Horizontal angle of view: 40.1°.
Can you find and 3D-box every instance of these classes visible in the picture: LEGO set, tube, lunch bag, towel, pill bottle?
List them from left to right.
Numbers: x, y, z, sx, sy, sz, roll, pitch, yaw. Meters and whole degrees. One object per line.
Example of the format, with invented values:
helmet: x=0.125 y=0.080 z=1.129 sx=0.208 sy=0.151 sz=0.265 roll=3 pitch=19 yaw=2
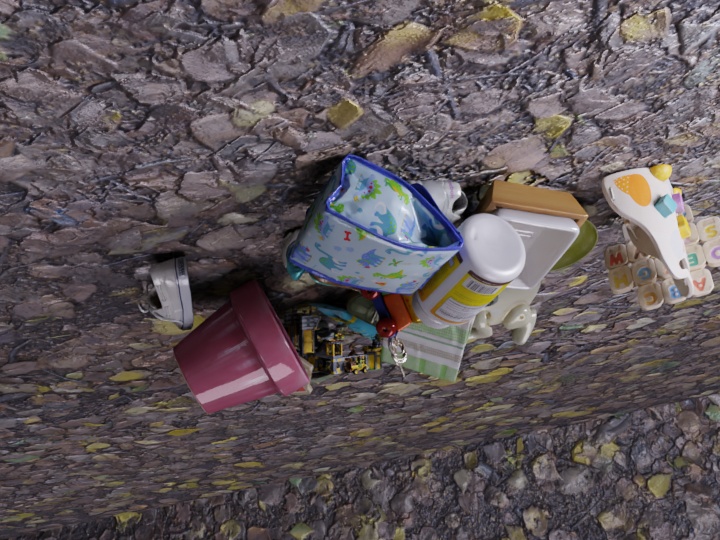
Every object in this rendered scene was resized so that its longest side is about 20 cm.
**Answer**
LEGO set: x=-0.052 y=0.121 z=1.825 sx=0.153 sy=0.117 sz=0.200 roll=-3 pitch=-175 yaw=-31
tube: x=-0.014 y=0.092 z=1.896 sx=0.077 sy=0.051 sz=0.200 roll=5 pitch=168 yaw=33
lunch bag: x=0.025 y=-0.048 z=1.381 sx=0.199 sy=0.128 sz=0.170 roll=27 pitch=150 yaw=-9
towel: x=0.115 y=0.103 z=1.710 sx=0.148 sy=0.031 sz=0.201 roll=17 pitch=135 yaw=8
pill bottle: x=0.151 y=0.009 z=1.457 sx=0.108 sy=0.110 sz=0.200 roll=1 pitch=152 yaw=-26

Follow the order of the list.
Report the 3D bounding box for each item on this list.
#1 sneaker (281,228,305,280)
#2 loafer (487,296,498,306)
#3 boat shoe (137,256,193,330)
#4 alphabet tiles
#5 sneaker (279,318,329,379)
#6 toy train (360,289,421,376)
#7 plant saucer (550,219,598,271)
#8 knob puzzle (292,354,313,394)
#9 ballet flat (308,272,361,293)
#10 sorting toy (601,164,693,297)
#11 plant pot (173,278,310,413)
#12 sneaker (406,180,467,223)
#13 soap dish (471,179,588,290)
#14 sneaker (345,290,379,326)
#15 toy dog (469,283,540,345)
sneaker: x=-0.026 y=-0.021 z=1.555 sx=0.198 sy=0.080 sz=0.078 roll=-4 pitch=159 yaw=-16
loafer: x=0.145 y=-0.006 z=1.658 sx=0.199 sy=0.070 sz=0.075 roll=26 pitch=154 yaw=-16
boat shoe: x=-0.317 y=0.044 z=1.599 sx=0.085 sy=0.075 sz=0.202 roll=-7 pitch=157 yaw=-10
alphabet tiles: x=0.506 y=-0.026 z=1.641 sx=0.199 sy=0.197 sz=0.015 roll=-17 pitch=136 yaw=20
sneaker: x=-0.145 y=0.155 z=1.914 sx=0.199 sy=0.107 sz=0.075 roll=2 pitch=156 yaw=-26
toy train: x=0.087 y=0.072 z=1.608 sx=0.115 sy=0.201 sz=0.085 roll=-16 pitch=-163 yaw=22
plant saucer: x=0.293 y=-0.055 z=1.644 sx=0.198 sy=0.031 sz=0.200 roll=-3 pitch=150 yaw=-2
knob puzzle: x=-0.178 y=0.178 z=1.851 sx=0.219 sy=0.031 sz=0.220 roll=28 pitch=151 yaw=17
ballet flat: x=0.000 y=0.000 z=1.664 sx=0.199 sy=0.068 sz=0.072 roll=17 pitch=126 yaw=-44
sorting toy: x=0.473 y=-0.051 z=1.547 sx=0.106 sy=0.181 sz=0.200 roll=-23 pitch=154 yaw=18
plant pot: x=-0.208 y=0.142 z=1.664 sx=0.178 sy=0.201 sz=0.200 roll=-28 pitch=159 yaw=-4
sneaker: x=0.112 y=-0.074 z=1.484 sx=0.099 sy=0.075 sz=0.200 roll=-8 pitch=159 yaw=-1
soap dish: x=0.237 y=-0.054 z=1.529 sx=0.156 sy=0.082 sz=0.200 roll=8 pitch=147 yaw=-13
sneaker: x=0.072 y=0.089 z=1.802 sx=0.199 sy=0.090 sz=0.067 roll=15 pitch=114 yaw=-12
toy dog: x=0.216 y=0.047 z=1.765 sx=0.199 sy=0.140 sz=0.194 roll=1 pitch=144 yaw=-26
